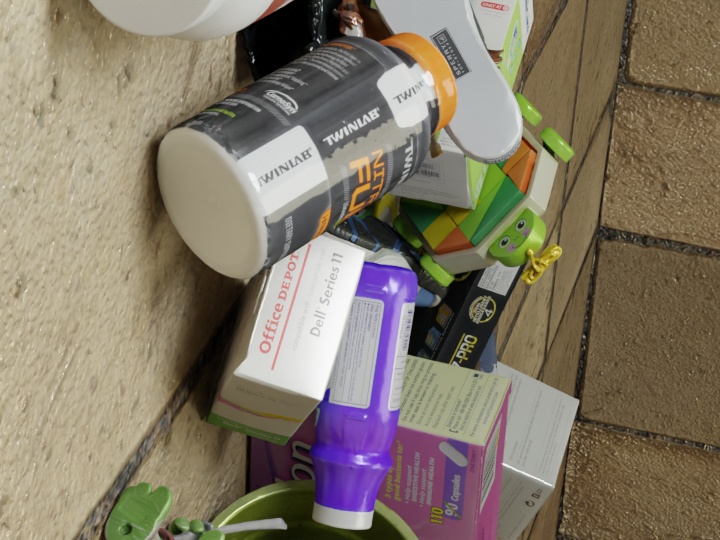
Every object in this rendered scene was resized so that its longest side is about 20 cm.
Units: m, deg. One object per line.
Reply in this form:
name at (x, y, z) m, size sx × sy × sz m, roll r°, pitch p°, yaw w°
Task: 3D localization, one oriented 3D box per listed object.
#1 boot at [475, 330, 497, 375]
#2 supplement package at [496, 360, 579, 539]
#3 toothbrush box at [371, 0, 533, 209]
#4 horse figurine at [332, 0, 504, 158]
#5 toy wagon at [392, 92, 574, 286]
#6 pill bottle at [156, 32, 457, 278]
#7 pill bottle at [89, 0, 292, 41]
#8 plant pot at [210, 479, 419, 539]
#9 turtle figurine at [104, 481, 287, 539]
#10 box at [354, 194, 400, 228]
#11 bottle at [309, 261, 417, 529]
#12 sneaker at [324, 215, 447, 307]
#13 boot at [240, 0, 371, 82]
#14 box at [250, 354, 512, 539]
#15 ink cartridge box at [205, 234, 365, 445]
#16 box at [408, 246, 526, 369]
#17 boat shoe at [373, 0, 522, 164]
boot at (0.072, 0.040, 1.765) m, size 0.075 × 0.096 × 0.202 m, roll -40°, pitch -132°, yaw 45°
supplement package at (0.095, 0.158, 1.799) m, size 0.118 × 0.198 × 0.117 m, roll 117°, pitch -2°, yaw -50°
toothbrush box at (0.048, -0.166, 1.496) m, size 0.086 × 0.144 × 0.201 m, roll 78°, pitch 28°, yaw -58°
horse figurine at (0.038, -0.154, 1.341) m, size 0.200 × 0.050 × 0.134 m, roll -41°, pitch 111°, yaw -55°
toy wagon at (0.105, -0.059, 1.498) m, size 0.155 × 0.039 × 0.200 m, roll -46°, pitch -146°, yaw 9°
pill bottle at (-0.027, -0.085, 1.180) m, size 0.199 × 0.106 × 0.107 m, roll -33°, pitch 140°, yaw -34°
pill bottle at (-0.080, -0.190, 1.011) m, size 0.200 × 0.111 × 0.113 m, roll -47°, pitch 147°, yaw -65°
plant pot at (-0.048, 0.297, 1.466) m, size 0.190 × 0.198 × 0.201 m, roll 104°, pitch 5°, yaw -60°
turtle figurine at (-0.089, 0.211, 1.264) m, size 0.195 × 0.198 × 0.145 m, roll 74°, pitch -4°, yaw -55°
box at (-0.004, -0.014, 1.625) m, size 0.117 × 0.048 × 0.202 m, roll 37°, pitch 67°, yaw -75°
bottle at (0.000, 0.094, 1.395) m, size 0.084 × 0.065 × 0.202 m, roll -63°, pitch 162°, yaw -87°
sneaker at (0.000, 0.000, 1.525) m, size 0.077 × 0.076 × 0.199 m, roll -53°, pitch 143°, yaw 11°
boot at (-0.035, -0.138, 1.327) m, size 0.162 × 0.073 × 0.201 m, roll -38°, pitch 131°, yaw -73°
box at (0.014, 0.165, 1.518) m, size 0.097 × 0.198 × 0.177 m, roll -58°, pitch 156°, yaw -54°
ink cartridge box at (-0.052, 0.043, 1.289) m, size 0.200 × 0.067 × 0.118 m, roll 126°, pitch -18°, yaw -70°
box at (0.064, 0.031, 1.645) m, size 0.201 × 0.049 × 0.161 m, roll -65°, pitch -151°, yaw 15°
boat shoe at (0.053, -0.164, 1.271) m, size 0.057 × 0.068 × 0.202 m, roll 102°, pitch -35°, yaw -85°
